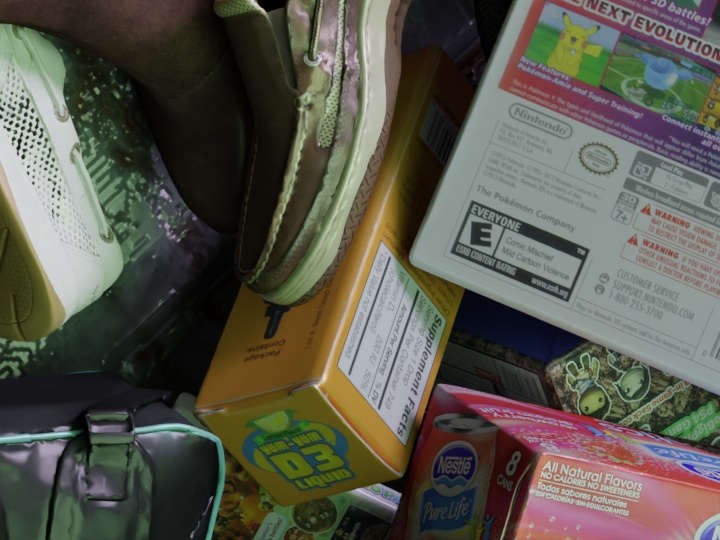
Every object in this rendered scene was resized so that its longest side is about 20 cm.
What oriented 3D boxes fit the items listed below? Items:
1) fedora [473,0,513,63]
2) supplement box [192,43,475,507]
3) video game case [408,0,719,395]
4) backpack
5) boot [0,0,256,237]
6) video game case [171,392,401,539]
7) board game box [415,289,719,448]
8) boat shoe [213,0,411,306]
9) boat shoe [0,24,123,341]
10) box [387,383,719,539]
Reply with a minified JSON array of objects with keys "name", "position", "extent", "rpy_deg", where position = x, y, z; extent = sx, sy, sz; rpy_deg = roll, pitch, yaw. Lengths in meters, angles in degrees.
[{"name":"fedora","position":[0.143,-0.130,1.209],"extent":[0.200,0.092,0.201],"rpy_deg":[1,95,7]},{"name":"supplement box","position":[0.000,0.000,1.211],"extent":[0.069,0.066,0.200],"rpy_deg":[52,40,-29]},{"name":"video game case","position":[0.144,-0.048,1.157],"extent":[0.200,0.023,0.183],"rpy_deg":[23,98,6]},{"name":"backpack","position":[-0.157,0.143,1.156],"extent":[0.176,0.153,0.200],"rpy_deg":[-4,100,-34]},{"name":"boot","position":[-0.107,-0.102,1.155],"extent":[0.166,0.072,0.200],"rpy_deg":[-15,94,-54]},{"name":"video game case","position":[-0.014,0.151,1.236],"extent":[0.200,0.018,0.143],"rpy_deg":[25,116,-6]},{"name":"board game box","position":[0.107,0.089,1.291],"extent":[0.097,0.159,0.200],"rpy_deg":[-30,114,-21]},{"name":"boat shoe","position":[-0.026,-0.090,1.153],"extent":[0.075,0.075,0.203],"rpy_deg":[18,82,-21]},{"name":"boat shoe","position":[-0.152,-0.074,1.173],"extent":[0.069,0.071,0.200],"rpy_deg":[-33,108,-45]},{"name":"box","position":[0.120,0.118,1.154],"extent":[0.200,0.100,0.096],"rpy_deg":[14,98,-25]}]
